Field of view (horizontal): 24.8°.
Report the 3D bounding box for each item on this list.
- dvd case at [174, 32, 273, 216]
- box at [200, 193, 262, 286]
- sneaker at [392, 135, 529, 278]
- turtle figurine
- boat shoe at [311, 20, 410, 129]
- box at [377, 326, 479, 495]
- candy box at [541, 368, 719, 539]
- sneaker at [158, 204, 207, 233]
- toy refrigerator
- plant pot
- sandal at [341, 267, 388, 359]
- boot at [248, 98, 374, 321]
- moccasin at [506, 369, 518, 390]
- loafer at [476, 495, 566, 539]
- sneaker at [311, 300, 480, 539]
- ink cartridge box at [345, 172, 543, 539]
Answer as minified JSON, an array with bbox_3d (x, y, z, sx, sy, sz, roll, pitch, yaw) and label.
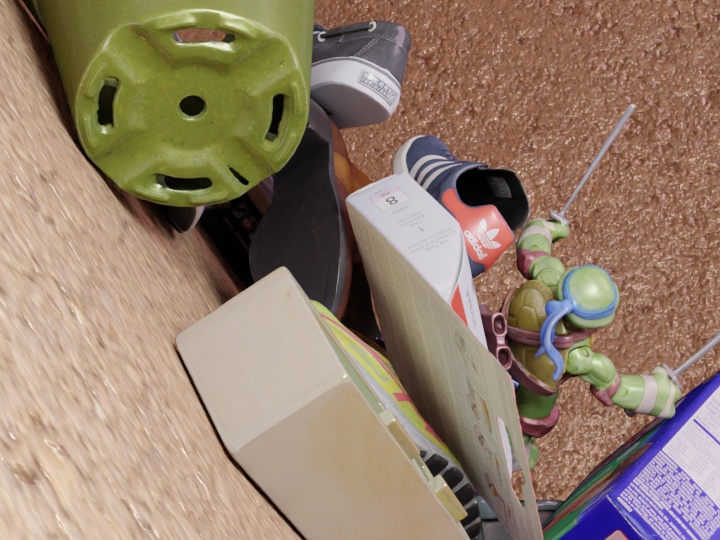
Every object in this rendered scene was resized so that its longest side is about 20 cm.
[{"bbox_3d":[-0.089,-0.086,1.255,0.201,0.016,0.149,55,4,-29],"label":"dvd case"},{"bbox_3d":[-0.111,-0.068,1.344,0.199,0.049,0.200,56,2,-39],"label":"box"},{"bbox_3d":[0.072,-0.048,1.104,0.075,0.084,0.200,55,16,-22],"label":"sneaker"},{"bbox_3d":[0.145,0.040,1.064,0.144,0.200,0.194,38,-38,-1],"label":"turtle figurine"},{"bbox_3d":[-0.034,-0.137,1.110,0.070,0.067,0.199,32,-17,-27],"label":"boat shoe"},{"bbox_3d":[0.012,0.111,1.172,0.201,0.036,0.143,59,19,-3],"label":"box"},{"bbox_3d":[0.177,0.162,1.054,0.077,0.169,0.200,48,41,8],"label":"candy box"},{"bbox_3d":[-0.105,-0.084,1.046,0.081,0.083,0.200,57,2,-12],"label":"sneaker"},{"bbox_3d":[-0.008,0.090,0.800,0.076,0.070,0.200,58,0,41],"label":"toy refrigerator"},{"bbox_3d":[-0.098,-0.138,0.903,0.201,0.199,0.191,57,13,-40],"label":"plant pot"},{"bbox_3d":[0.008,0.061,1.097,0.082,0.054,0.201,33,36,-41],"label":"sandal"},{"bbox_3d":[0.000,0.000,1.075,0.200,0.068,0.189,44,23,-47],"label":"boot"},{"bbox_3d":[0.082,0.099,1.182,0.200,0.080,0.069,-41,111,-72],"label":"moccasin"},{"bbox_3d":[0.105,0.194,1.157,0.199,0.071,0.064,17,69,-57],"label":"loafer"},{"bbox_3d":[0.009,0.092,0.950,0.201,0.078,0.091,57,12,-31],"label":"sneaker"},{"bbox_3d":[0.066,0.057,0.933,0.200,0.057,0.164,43,-25,50],"label":"ink cartridge box"}]
